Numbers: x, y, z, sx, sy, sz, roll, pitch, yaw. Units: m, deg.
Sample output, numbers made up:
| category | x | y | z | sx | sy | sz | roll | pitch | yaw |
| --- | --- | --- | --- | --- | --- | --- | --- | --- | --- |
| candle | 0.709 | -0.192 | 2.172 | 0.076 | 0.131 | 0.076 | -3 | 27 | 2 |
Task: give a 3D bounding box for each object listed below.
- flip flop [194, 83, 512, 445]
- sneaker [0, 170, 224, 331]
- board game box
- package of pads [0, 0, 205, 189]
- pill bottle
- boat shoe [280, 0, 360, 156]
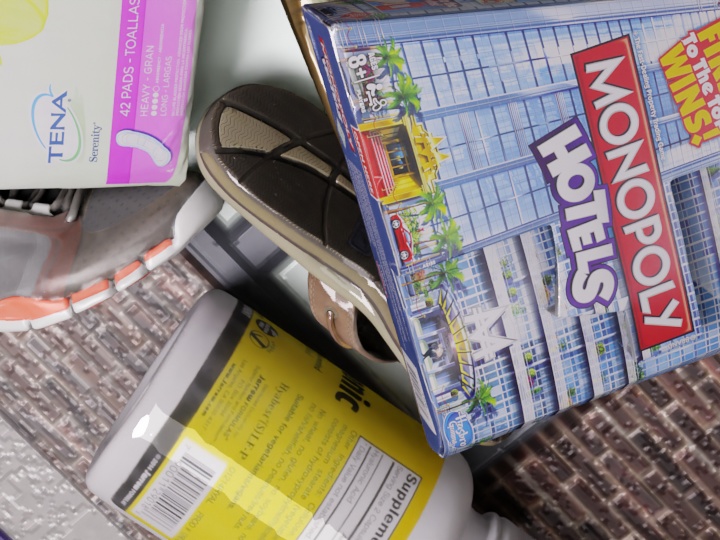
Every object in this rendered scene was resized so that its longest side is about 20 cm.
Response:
| category | x | y | z | sx | sy | sz | roll | pitch | yaw |
| --- | --- | --- | --- | --- | --- | --- | --- | --- | --- |
| flip flop | 0.000 | 0.000 | 0.845 | 0.200 | 0.081 | 0.057 | 41 | 140 | -12 |
| sneaker | -0.160 | -0.018 | 0.862 | 0.198 | 0.077 | 0.083 | -19 | 103 | 16 |
| board game box | 0.100 | -0.041 | 0.771 | 0.198 | 0.062 | 0.202 | -20 | 109 | -7 |
| package of pads | -0.141 | -0.125 | 0.768 | 0.153 | 0.068 | 0.201 | -2 | 127 | -16 |
| pill bottle | -0.018 | 0.107 | 0.869 | 0.199 | 0.111 | 0.112 | 35 | 115 | -6 |
| boat shoe | -0.008 | -0.140 | 0.788 | 0.064 | 0.073 | 0.202 | -21 | 109 | -4 |
